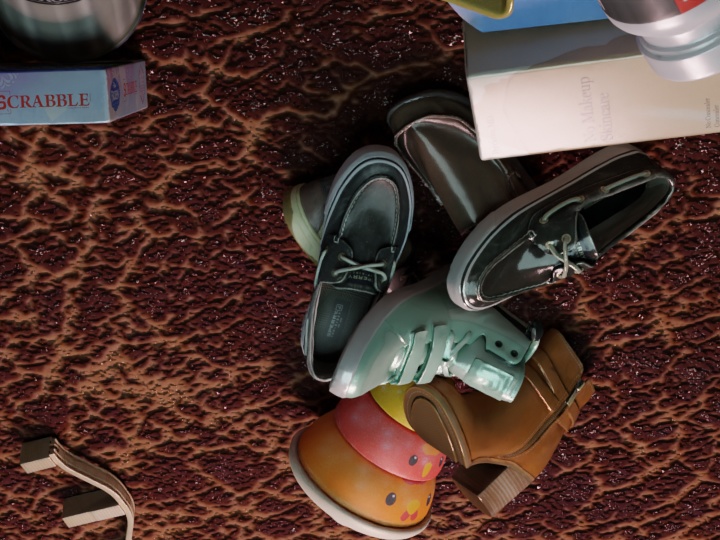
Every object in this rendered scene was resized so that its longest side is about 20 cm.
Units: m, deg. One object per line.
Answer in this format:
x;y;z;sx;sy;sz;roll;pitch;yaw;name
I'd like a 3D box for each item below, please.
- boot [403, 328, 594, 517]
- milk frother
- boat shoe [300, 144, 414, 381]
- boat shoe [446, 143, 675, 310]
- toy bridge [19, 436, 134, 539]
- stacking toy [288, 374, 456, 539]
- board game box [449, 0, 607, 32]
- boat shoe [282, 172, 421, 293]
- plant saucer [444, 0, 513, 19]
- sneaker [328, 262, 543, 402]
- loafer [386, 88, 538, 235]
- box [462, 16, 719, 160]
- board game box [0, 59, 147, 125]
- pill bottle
0.124;0.108;1.796;0.155;0.074;0.200;-47;144;-12;boot
-0.229;-0.274;1.429;0.180;0.200;0.188;13;166;0;milk frother
0.000;0.000;1.652;0.072;0.071;0.200;9;116;-9;boat shoe
0.159;-0.030;1.642;0.200;0.064;0.071;-36;128;-9;boat shoe
-0.255;0.229;1.998;0.067;0.027;0.200;-15;133;14;toy bridge
0.038;0.126;1.843;0.146;0.146;0.200;22;115;-20;stacking toy
0.146;-0.256;1.500;0.199;0.039;0.158;-6;129;3;board game box
0.015;-0.005;1.727;0.065;0.073;0.200;-24;130;29;boat shoe
0.031;-0.291;1.414;0.200;0.048;0.200;23;140;20;plant saucer
0.068;0.069;1.657;0.118;0.200;0.074;37;130;18;sneaker
0.096;-0.069;1.662;0.073;0.071;0.200;-30;128;26;loafer
0.182;-0.152;1.574;0.200;0.078;0.095;-8;135;8;box
-0.269;-0.131;1.528;0.199;0.200;0.041;-1;97;1;board game box
0.202;-0.235;1.418;0.116;0.116;0.200;-22;126;21;pill bottle
